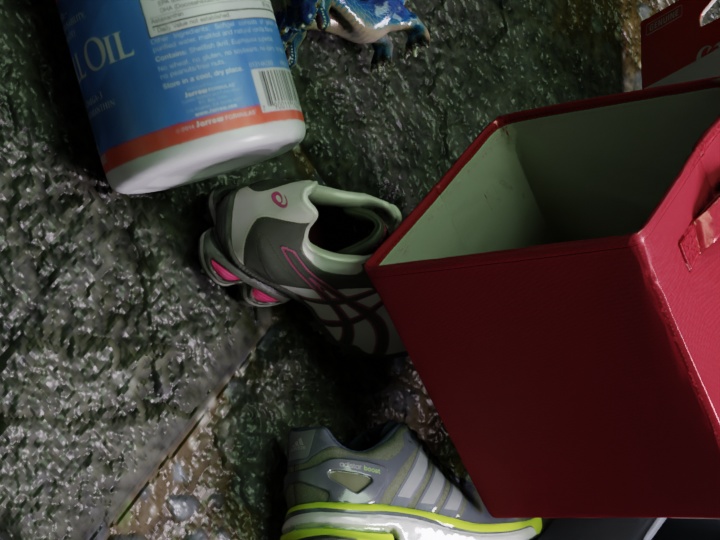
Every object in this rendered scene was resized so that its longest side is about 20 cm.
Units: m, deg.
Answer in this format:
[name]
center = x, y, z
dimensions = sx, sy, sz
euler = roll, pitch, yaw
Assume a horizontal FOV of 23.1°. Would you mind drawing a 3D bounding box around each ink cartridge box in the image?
[ink cartridge box]
center = 0.250, -0.138, 1.248
dimensions = 0.045, 0.200, 0.177
euler = 11, 69, -30

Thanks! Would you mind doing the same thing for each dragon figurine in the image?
[dragon figurine]
center = 0.003, -0.194, 1.111
dimensions = 0.099, 0.059, 0.200
euler = 42, 51, -30

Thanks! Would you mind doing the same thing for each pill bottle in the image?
[pill bottle]
center = -0.107, -0.150, 0.940
dimensions = 0.112, 0.112, 0.200
euler = -14, 86, -48

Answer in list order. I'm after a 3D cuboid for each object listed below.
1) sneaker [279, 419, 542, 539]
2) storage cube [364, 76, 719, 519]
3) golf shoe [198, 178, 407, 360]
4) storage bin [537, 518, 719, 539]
[sneaker]
center = 0.033, 0.129, 1.028
dimensions = 0.200, 0.074, 0.081
euler = 11, 66, -46
[storage cube]
center = 0.142, 0.018, 0.985
dimensions = 0.171, 0.200, 0.180
euler = -49, 120, -42
[golf shoe]
center = 0.000, 0.000, 1.023
dimensions = 0.200, 0.088, 0.077
euler = 20, 62, -43
[storage bin]
center = 0.190, 0.196, 1.122
dimensions = 0.200, 0.134, 0.146
euler = -40, 106, -45
